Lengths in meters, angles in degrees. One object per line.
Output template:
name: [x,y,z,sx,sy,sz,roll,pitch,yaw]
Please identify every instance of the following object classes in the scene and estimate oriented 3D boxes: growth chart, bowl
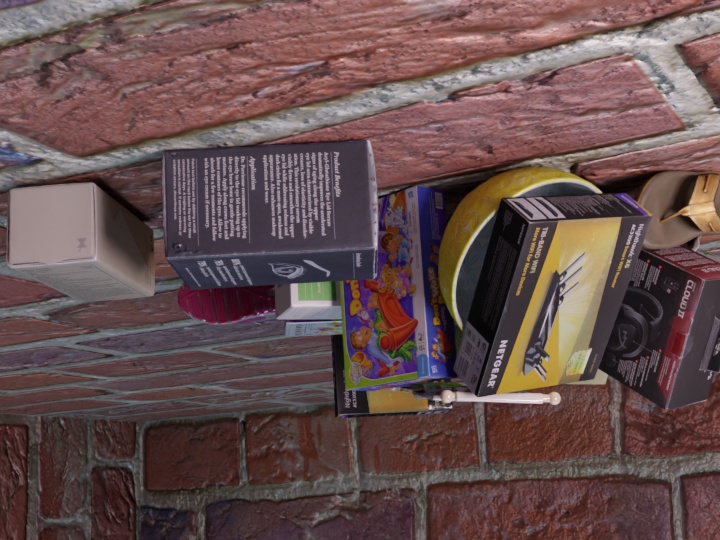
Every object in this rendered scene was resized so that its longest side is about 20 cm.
growth chart: [0.124,0.134,1.253,0.143,0.018,0.200,2,178,-15]
bowl: [0.154,-0.030,1.200,0.198,0.202,0.108,4,-153,-34]

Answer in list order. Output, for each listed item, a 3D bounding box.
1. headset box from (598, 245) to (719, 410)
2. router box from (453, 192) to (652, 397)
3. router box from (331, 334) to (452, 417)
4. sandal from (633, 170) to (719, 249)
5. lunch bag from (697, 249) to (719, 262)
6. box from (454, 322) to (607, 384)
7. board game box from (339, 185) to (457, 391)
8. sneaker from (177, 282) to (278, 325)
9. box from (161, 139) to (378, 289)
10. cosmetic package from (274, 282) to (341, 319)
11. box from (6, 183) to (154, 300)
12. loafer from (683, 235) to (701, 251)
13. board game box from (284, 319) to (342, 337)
headset box: [0.311,0.045,1.242,0.077,0.151,0.199,-6,-155,-38]
router box: [0.190,0.024,1.150,0.156,0.202,0.052,-5,-147,-29]
router box: [0.039,0.095,1.562,0.155,0.203,0.052,-3,169,-6]
sandal: [0.367,-0.067,1.205,0.198,0.081,0.054,-5,-179,-25]
lunch bag: [0.396,0.023,1.470,0.168,0.129,0.199,4,179,-34]
box: [0.220,0.035,1.371,0.198,0.178,0.096,4,-163,-37]
board game box: [0.037,0.023,1.251,0.044,0.203,0.134,6,165,-41]
sneaker: [-0.151,0.040,1.581,0.197,0.082,0.088,-1,167,-6]
box: [-0.082,-0.050,1.105,0.197,0.106,0.148,-3,168,-2]
cosmetic package: [0.000,0.000,1.366,0.197,0.109,0.085,-1,168,-18]
box: [-0.286,-0.025,1.197,0.094,0.079,0.200,-4,168,4]
loafer: [0.359,-0.046,1.329,0.069,0.071,0.200,-6,168,11]
board game box: [-0.001,0.024,1.485,0.197,0.104,0.105,-2,168,-5]
